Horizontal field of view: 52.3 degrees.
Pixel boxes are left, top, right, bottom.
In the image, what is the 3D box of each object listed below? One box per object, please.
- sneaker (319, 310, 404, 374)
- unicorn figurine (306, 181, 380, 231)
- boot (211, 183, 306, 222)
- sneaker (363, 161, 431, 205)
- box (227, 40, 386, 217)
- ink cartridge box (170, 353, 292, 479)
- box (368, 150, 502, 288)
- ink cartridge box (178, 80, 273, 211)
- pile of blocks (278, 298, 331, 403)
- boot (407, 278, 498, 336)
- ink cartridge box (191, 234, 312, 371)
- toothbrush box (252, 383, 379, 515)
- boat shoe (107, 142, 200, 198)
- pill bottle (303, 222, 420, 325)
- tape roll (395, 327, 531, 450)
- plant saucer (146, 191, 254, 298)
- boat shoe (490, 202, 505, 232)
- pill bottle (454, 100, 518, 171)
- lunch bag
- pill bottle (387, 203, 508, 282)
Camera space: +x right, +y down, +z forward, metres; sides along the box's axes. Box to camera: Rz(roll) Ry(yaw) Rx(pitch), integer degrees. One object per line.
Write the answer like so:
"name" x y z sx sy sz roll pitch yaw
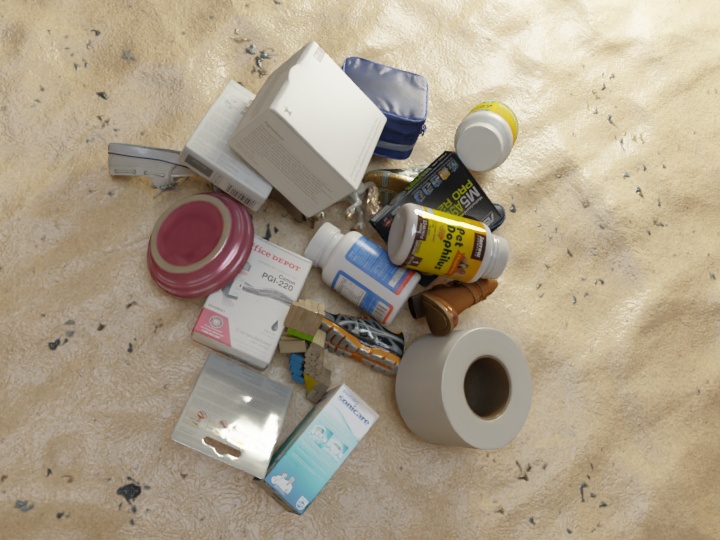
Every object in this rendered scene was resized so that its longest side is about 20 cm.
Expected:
"sneaker" -0.009 0.113 1.320 0.198 0.078 0.078 28 58 -10
"unicorn figurine" -0.059 -0.148 1.378 0.198 0.074 0.139 12 64 -13
"boot" -0.200 -0.159 1.350 0.145 0.070 0.202 -21 80 -12
"sneaker" 0.103 -0.171 1.433 0.197 0.076 0.088 7 43 -3
"box" -0.085 -0.240 1.253 0.200 0.130 0.200 42 48 -23
"ink cartridge box" -0.207 0.241 1.187 0.159 0.048 0.201 25 35 -7
"box" 0.139 -0.095 1.351 0.200 0.044 0.161 -41 107 -4
"ink cartridge box" -0.207 -0.223 1.290 0.159 0.047 0.201 32 48 -14
"pile of blocks" -0.094 0.130 1.266 0.081 0.062 0.202 -1 117 4
"boot" 0.180 0.050 1.313 0.153 0.200 0.075 -17 102 -10
"ink cartridge box" -0.188 0.051 1.281 0.144 0.085 0.202 24 68 -7
"toothbrush box" -0.075 0.293 1.209 0.085 0.146 0.200 41 68 -1
"boat shoe" -0.353 -0.170 1.301 0.199 0.075 0.087 8 103 0
"pill bottle" 0.000 0.000 1.322 0.199 0.112 0.113 35 69 6
"tape roll" 0.178 0.203 1.274 0.201 0.139 0.206 5 81 -31
"plant saucer" -0.281 -0.053 1.254 0.198 0.051 0.203 -7 62 13
"boat shoe" 0.202 -0.087 1.425 0.198 0.069 0.085 -22 81 -18
"pill bottle" 0.240 -0.255 1.407 0.113 0.113 0.200 40 28 -1
"lunch bag" 0.038 -0.303 1.413 0.198 0.133 0.137 14 55 -10
"pill bottle" 0.155 -0.043 1.284 0.198 0.109 0.111 13 72 -16
